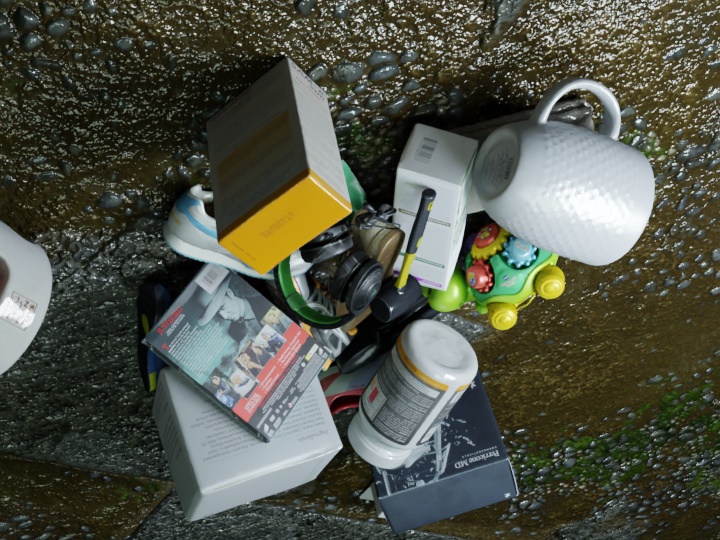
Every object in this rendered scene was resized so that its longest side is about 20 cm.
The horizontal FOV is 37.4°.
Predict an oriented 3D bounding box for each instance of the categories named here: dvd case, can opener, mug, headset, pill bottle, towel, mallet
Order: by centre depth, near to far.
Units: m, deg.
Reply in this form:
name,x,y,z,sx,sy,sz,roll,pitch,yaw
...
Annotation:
name,x,y,z,sx,sy,sz,roll,pitch,yaw
headset,-0.030,-0.009,1.208,0.200,0.124,0.094,-43,172,35
mug,0.231,-0.121,1.219,0.175,0.148,0.201,15,100,-29
mallet,0.064,-0.023,1.260,0.066,0.041,0.201,-31,151,-43
towel,0.189,-0.139,1.306,0.199,0.035,0.133,-13,138,-2
dvd case,-0.150,0.096,1.322,0.200,0.146,0.022,40,153,-10
pill bottle,0.067,0.173,1.463,0.116,0.117,0.200,12,127,-29
can opener,0.051,0.078,1.485,0.199,0.079,0.063,-35,129,7

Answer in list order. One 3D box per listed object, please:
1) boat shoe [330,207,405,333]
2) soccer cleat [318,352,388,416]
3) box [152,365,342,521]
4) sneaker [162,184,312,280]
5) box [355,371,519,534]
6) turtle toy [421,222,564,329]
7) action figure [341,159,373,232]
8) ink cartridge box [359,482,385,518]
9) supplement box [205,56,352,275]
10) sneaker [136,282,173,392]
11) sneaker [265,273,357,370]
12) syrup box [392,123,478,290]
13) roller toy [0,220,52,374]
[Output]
name,x,y,z,sx,sy,sz,roll,pitch,yaw
boat shoe,0.000,0.000,1.315,0.071,0.064,0.200,-38,160,-38
soccer cleat,0.031,0.161,1.560,0.199,0.073,0.068,-17,138,1
box,-0.157,0.209,1.415,0.199,0.172,0.199,-14,162,-20
sneaker,-0.131,-0.046,1.275,0.199,0.077,0.081,11,133,-29
box,0.110,0.259,1.600,0.199,0.197,0.124,-18,140,2
turtle toy,0.173,-0.003,1.386,0.200,0.146,0.101,-35,116,22
action figure,-0.020,-0.063,1.308,0.118,0.055,0.200,-32,144,16
ink cartridge box,0.099,0.371,1.820,0.115,0.068,0.200,16,131,-31
supplement box,-0.089,-0.112,1.118,0.126,0.201,0.073,-34,133,22
sneaker,-0.249,0.083,1.398,0.078,0.066,0.201,-12,141,-21
sneaker,-0.063,0.045,1.411,0.077,0.078,0.200,-36,138,-14
syrup box,0.085,-0.072,1.281,0.081,0.079,0.201,17,144,10
roller toy,-0.439,0.030,1.176,0.182,0.201,0.140,-37,136,15
